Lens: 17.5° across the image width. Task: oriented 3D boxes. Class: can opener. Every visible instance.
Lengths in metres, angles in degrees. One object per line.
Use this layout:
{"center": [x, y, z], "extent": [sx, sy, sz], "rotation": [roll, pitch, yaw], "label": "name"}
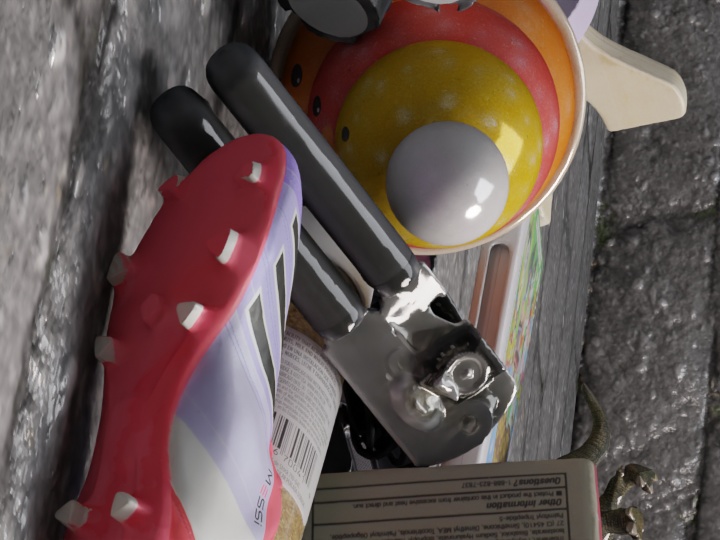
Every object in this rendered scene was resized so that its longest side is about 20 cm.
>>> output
{"center": [-0.010, -0.006, 0.908], "extent": [0.200, 0.053, 0.067], "rotation": [52, 0, -25], "label": "can opener"}

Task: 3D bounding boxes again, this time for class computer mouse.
{"center": [-0.028, 0.064, 1.083], "extent": [0.200, 0.046, 0.141], "rotation": [103, -29, -60], "label": "computer mouse"}

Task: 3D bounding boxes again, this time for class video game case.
{"center": [0.066, 0.056, 1.172], "extent": [0.200, 0.022, 0.183], "rotation": [73, 27, -74], "label": "video game case"}

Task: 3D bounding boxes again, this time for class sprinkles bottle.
{"center": [-0.044, 0.059, 0.911], "extent": [0.200, 0.068, 0.068], "rotation": [-74, 165, -49], "label": "sprinkles bottle"}

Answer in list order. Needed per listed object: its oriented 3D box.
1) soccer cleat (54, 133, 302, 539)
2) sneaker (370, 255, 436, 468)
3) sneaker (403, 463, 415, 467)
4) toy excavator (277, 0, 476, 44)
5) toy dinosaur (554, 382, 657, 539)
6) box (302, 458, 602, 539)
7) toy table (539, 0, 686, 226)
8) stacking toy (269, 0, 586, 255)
{"center": [-0.053, 0.049, 0.807], "extent": [0.076, 0.067, 0.201], "rotation": [40, 53, -40], "label": "soccer cleat"}
{"center": [0.000, 0.000, 1.141], "extent": [0.082, 0.070, 0.201], "rotation": [46, 30, -44], "label": "sneaker"}
{"center": [0.019, 0.068, 1.245], "extent": [0.072, 0.082, 0.201], "rotation": [12, 82, -81], "label": "sneaker"}
{"center": [-0.008, -0.199, 0.903], "extent": [0.200, 0.194, 0.100], "rotation": [40, 59, -27], "label": "toy excavator"}
{"center": [0.102, 0.150, 1.186], "extent": [0.077, 0.102, 0.201], "rotation": [28, 50, -57], "label": "toy dinosaur"}
{"center": [0.037, 0.187, 0.912], "extent": [0.109, 0.127, 0.201], "rotation": [80, 8, -53], "label": "box"}
{"center": [0.091, -0.122, 1.392], "extent": [0.117, 0.183, 0.200], "rotation": [66, 33, -34], "label": "toy table"}
{"center": [0.031, -0.058, 0.983], "extent": [0.200, 0.145, 0.147], "rotation": [-94, -174, -76], "label": "stacking toy"}
